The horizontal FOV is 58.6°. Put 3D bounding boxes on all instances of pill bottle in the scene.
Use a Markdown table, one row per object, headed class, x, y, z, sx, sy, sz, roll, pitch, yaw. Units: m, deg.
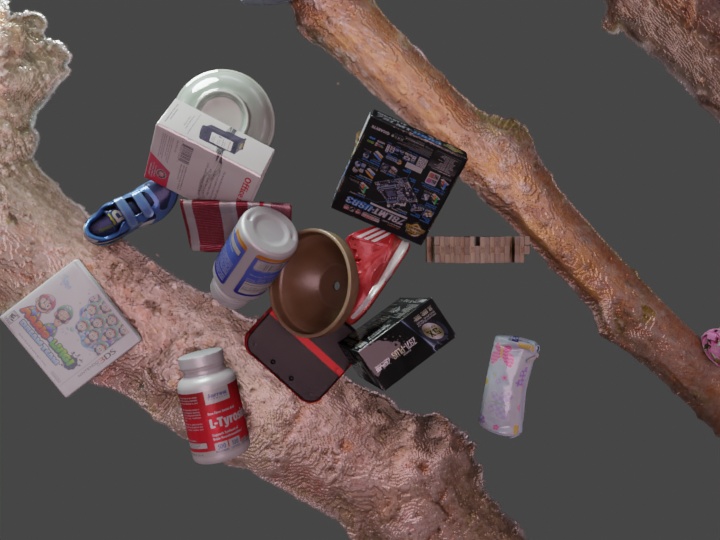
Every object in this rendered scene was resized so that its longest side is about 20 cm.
| class | x | y | z | sx | sy | sz | roll | pitch | yaw |
| --- | --- | --- | --- | --- | --- | --- | --- | --- | --- |
| pill bottle | -0.203 | -0.015 | 1.175 | 0.112 | 0.112 | 0.200 | 38 | 133 | -5 |
| pill bottle | -0.284 | 0.254 | 1.223 | 0.112 | 0.112 | 0.201 | -12 | 94 | -4 |

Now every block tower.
| class | x | y | z | sx | sy | sz | roll | pitch | yaw |
| --- | --- | --- | --- | --- | --- | --- | --- | --- | --- |
| block tower | 0.231 | -0.042 | 1.276 | 0.199 | 0.058 | 0.054 | -1 | 92 | -3 |

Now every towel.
| class | x | y | z | sx | sy | sz | roll | pitch | yaw |
| --- | --- | --- | --- | --- | --- | --- | --- | --- | --- |
| towel | -0.228 | -0.080 | 1.203 | 0.199 | 0.144 | 0.023 | 2 | 55 | -4 |

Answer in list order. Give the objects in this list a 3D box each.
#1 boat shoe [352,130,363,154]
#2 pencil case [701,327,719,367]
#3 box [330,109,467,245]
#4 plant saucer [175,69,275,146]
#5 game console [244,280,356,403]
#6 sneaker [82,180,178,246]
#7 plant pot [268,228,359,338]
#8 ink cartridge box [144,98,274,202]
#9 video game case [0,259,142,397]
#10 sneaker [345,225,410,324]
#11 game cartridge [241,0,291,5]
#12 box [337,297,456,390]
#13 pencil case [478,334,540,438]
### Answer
| class | x | y | z | sx | sy | sz | roll | pitch | yaw |
| --- | --- | --- | --- | --- | --- | --- | --- | --- | --- |
| boat shoe | 0.081 | -0.215 | 1.257 | 0.199 | 0.072 | 0.072 | 12 | 121 | -9 |
| pencil case | 0.812 | 0.130 | 1.319 | 0.199 | 0.087 | 0.083 | -21 | 63 | -3 |
| box | 0.070 | -0.171 | 1.216 | 0.199 | 0.050 | 0.199 | 22 | 119 | -7 |
| plant saucer | -0.264 | -0.288 | 1.227 | 0.199 | 0.050 | 0.201 | 0 | 93 | -5 |
| game console | -0.111 | 0.145 | 1.276 | 0.200 | 0.031 | 0.177 | 43 | 83 | -6 |
| sneaker | -0.432 | -0.109 | 1.207 | 0.200 | 0.082 | 0.074 | -35 | 94 | -4 |
| plant pot | -0.070 | 0.027 | 1.205 | 0.200 | 0.093 | 0.202 | -6 | 80 | 36 |
| ink cartridge box | -0.275 | -0.194 | 1.173 | 0.199 | 0.145 | 0.085 | 26 | 49 | -9 |
| video game case | -0.556 | 0.112 | 1.238 | 0.182 | 0.024 | 0.200 | -38 | 95 | -2 |
| sneaker | 0.000 | 0.000 | 1.261 | 0.115 | 0.078 | 0.200 | 35 | 78 | 3 |
| game cartridge | -0.147 | -0.587 | 1.228 | 0.199 | 0.041 | 0.134 | -18 | 98 | -3 |
| box | 0.062 | 0.129 | 1.189 | 0.164 | 0.200 | 0.086 | -35 | 95 | -12 |
| pencil case | 0.296 | 0.227 | 1.281 | 0.090 | 0.083 | 0.201 | 13 | 93 | 17 |
